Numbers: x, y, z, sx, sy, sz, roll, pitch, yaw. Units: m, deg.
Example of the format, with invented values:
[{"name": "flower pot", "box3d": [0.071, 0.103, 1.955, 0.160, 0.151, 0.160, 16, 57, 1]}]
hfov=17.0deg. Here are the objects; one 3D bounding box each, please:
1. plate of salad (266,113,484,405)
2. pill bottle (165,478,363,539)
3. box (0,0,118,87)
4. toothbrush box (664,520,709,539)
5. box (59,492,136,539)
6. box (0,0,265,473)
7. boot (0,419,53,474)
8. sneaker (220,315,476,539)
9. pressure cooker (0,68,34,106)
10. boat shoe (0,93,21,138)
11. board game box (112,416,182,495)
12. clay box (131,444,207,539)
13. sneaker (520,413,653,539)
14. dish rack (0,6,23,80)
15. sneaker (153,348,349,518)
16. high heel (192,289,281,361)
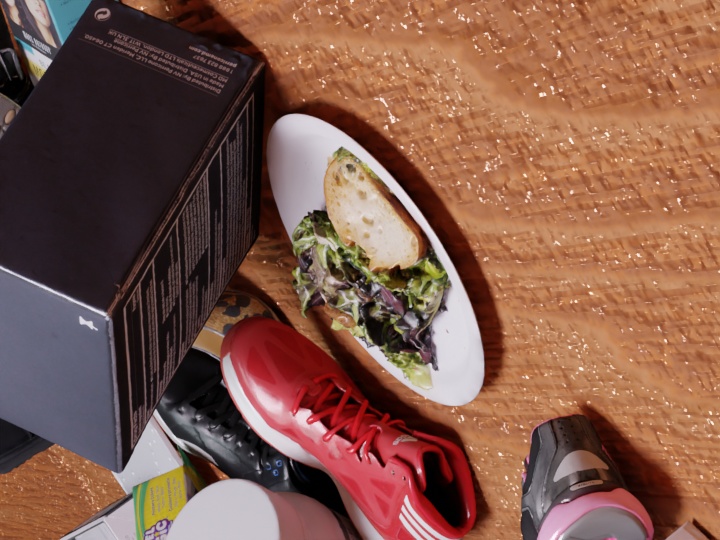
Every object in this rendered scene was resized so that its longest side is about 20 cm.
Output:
[{"name": "plate of salad", "box3d": [0.000, 0.000, 1.412, 0.200, 0.048, 0.200, 44, 156, 26]}, {"name": "pill bottle", "box3d": [-0.036, 0.214, 1.599, 0.113, 0.113, 0.200, 34, 179, 42]}, {"name": "box", "box3d": [-0.186, -0.142, 1.598, 0.082, 0.049, 0.201, 32, 148, 46]}, {"name": "toothbrush box", "box3d": [0.150, 0.253, 1.326, 0.085, 0.146, 0.200, 42, 154, 28]}, {"name": "box", "box3d": [-0.187, 0.254, 2.081, 0.117, 0.060, 0.200, 56, 159, -1]}, {"name": "box", "box3d": [-0.154, -0.021, 1.461, 0.123, 0.199, 0.200, 22, 150, 10]}, {"name": "boot", "box3d": [-0.230, 0.050, 1.717, 0.076, 0.200, 0.168, 53, 174, 31]}, {"name": "sneaker", "box3d": [0.003, 0.096, 1.532, 0.200, 0.078, 0.115, 45, 151, -6]}, {"name": "pressure cooker", "box3d": [-0.303, -0.066, 1.783, 0.179, 0.176, 0.201, 33, 149, 51]}, {"name": "boat shoe", "box3d": [-0.239, -0.059, 1.654, 0.072, 0.076, 0.200, 35, 163, 47]}, {"name": "board game box", "box3d": [-0.150, 0.196, 2.037, 0.200, 0.026, 0.200, 56, 159, -2]}, {"name": "clay box", "box3d": [-0.111, 0.227, 1.675, 0.200, 0.047, 0.115, -103, -14, -52]}, {"name": "sneaker", "box3d": [0.119, 0.151, 1.370, 0.200, 0.079, 0.096, 92, 160, -55]}, {"name": "dish rack", "box3d": [-0.287, -0.232, 1.614, 0.154, 0.054, 0.201, -118, 11, -53]}, {"name": "sneaker", "box3d": [-0.070, 0.111, 1.699, 0.200, 0.073, 0.112, 46, 154, 3]}, {"name": "high heel", "box3d": [-0.130, 0.059, 1.638, 0.200, 0.142, 0.071, 50, 158, 14]}]
